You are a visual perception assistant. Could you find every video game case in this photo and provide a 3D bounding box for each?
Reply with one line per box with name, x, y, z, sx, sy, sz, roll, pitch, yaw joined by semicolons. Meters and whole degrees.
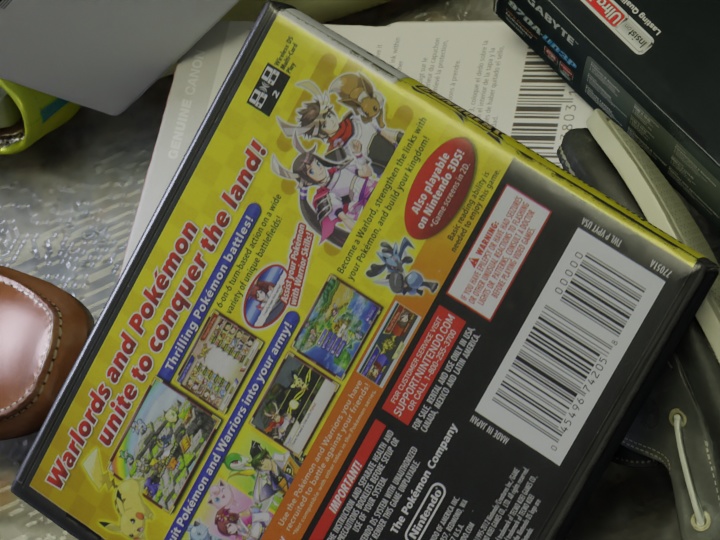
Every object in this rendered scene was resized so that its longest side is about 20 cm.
video game case;-0.003;0.038;0.870;0.180;0.025;0.201;32;101;18

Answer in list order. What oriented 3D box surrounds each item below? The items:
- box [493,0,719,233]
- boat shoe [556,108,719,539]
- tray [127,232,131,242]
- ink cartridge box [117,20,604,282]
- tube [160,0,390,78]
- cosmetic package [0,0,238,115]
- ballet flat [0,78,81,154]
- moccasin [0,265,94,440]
box;0.171;-0.085;0.916;0.159;0.046;0.200;-40;74;-14
boat shoe;0.108;0.040;0.876;0.067;0.072;0.201;-25;78;14
tray;0.013;-0.009;0.989;0.199;0.022;0.108;28;74;30
ink cartridge box;0.000;0.000;0.949;0.175;0.045;0.201;3;63;21
tube;-0.023;-0.125;1.050;0.199;0.058;0.052;-18;87;13
cosmetic package;-0.151;-0.195;0.981;0.123;0.199;0.201;-37;47;41
ballet flat;-0.213;-0.073;1.074;0.199;0.067;0.067;0;37;17
moccasin;-0.180;0.014;0.987;0.201;0.078;0.074;23;85;42
